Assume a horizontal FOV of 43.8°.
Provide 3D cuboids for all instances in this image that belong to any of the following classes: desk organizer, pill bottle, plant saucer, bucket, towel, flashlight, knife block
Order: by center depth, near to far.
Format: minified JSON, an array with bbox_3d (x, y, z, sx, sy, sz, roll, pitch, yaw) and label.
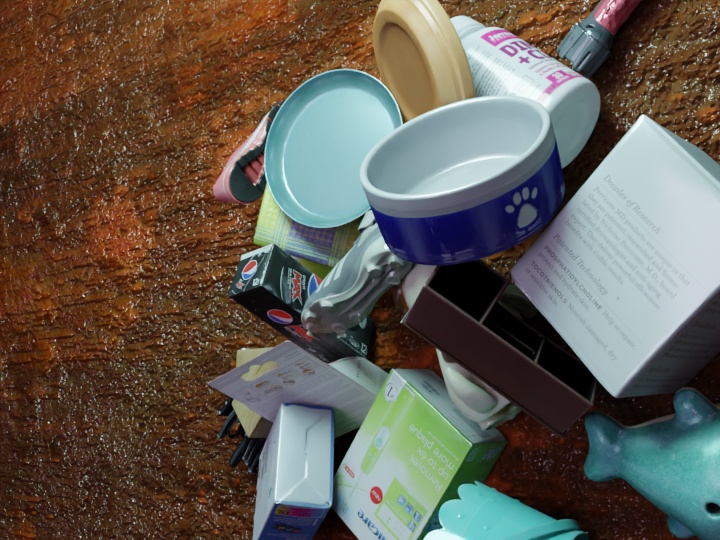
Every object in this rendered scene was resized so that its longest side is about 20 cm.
[{"bbox_3d":[0.146,0.067,0.887,0.198,0.072,0.077,35,148,7],"label":"desk organizer"},{"bbox_3d":[0.150,0.337,0.942,0.133,0.206,0.212,14,94,30],"label":"bucket"},{"bbox_3d":[0.294,-0.302,0.966,0.201,0.067,0.068,-53,51,22],"label":"flashlight"},{"bbox_3d":[0.167,-0.208,1.034,0.200,0.112,0.115,42,112,34],"label":"pill bottle"},{"bbox_3d":[0.067,-0.230,1.037,0.202,0.037,0.201,59,165,26],"label":"plant saucer"},{"bbox_3d":[-0.031,-0.150,1.123,0.197,0.027,0.205,-6,76,26],"label":"plant saucer"},{"bbox_3d":[-0.031,-0.074,1.167,0.196,0.023,0.146,14,82,4],"label":"towel"},{"bbox_3d":[-0.128,0.199,1.262,0.198,0.063,0.179,-10,76,49],"label":"knife block"}]

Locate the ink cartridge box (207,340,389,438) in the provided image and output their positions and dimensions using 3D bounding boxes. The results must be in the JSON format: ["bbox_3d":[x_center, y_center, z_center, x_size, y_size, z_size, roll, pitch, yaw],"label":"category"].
[{"bbox_3d":[-0.070,0.146,1.149,0.160,0.199,0.051,-29,38,34],"label":"ink cartridge box"}]

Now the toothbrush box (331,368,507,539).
[{"bbox_3d":[0.063,0.244,1.095,0.145,0.085,0.202,41,113,36],"label":"toothbrush box"}]

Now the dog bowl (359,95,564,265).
[{"bbox_3d":[0.103,-0.094,0.903,0.198,0.200,0.080,6,130,40],"label":"dog bowl"}]

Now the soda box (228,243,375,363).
[{"bbox_3d":[-0.071,0.050,1.151,0.070,0.199,0.064,-16,48,40],"label":"soda box"}]

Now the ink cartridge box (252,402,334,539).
[{"bbox_3d":[-0.092,0.281,1.169,0.201,0.075,0.138,116,160,-50],"label":"ink cartridge box"}]

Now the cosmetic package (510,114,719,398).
[{"bbox_3d":[0.292,-0.006,0.872,0.201,0.166,0.167,-52,56,23],"label":"cosmetic package"}]

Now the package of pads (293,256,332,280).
[{"bbox_3d":[-0.060,-0.050,1.241,0.153,0.068,0.204,-13,78,39],"label":"package of pads"}]

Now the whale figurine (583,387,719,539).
[{"bbox_3d":[0.305,0.193,0.854,0.197,0.104,0.162,8,113,27],"label":"whale figurine"}]

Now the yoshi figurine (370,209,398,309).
[{"bbox_3d":[0.059,-0.054,1.116,0.111,0.111,0.204,19,97,46],"label":"yoshi figurine"}]

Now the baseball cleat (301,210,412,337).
[{"bbox_3d":[0.000,0.000,1.057,0.199,0.069,0.108,-36,36,41],"label":"baseball cleat"}]

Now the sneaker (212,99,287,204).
[{"bbox_3d":[-0.143,-0.172,1.270,0.086,0.074,0.201,-6,39,51],"label":"sneaker"}]

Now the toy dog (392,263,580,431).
[{"bbox_3d":[0.118,0.068,1.005,0.140,0.192,0.202,-48,64,40],"label":"toy dog"}]
